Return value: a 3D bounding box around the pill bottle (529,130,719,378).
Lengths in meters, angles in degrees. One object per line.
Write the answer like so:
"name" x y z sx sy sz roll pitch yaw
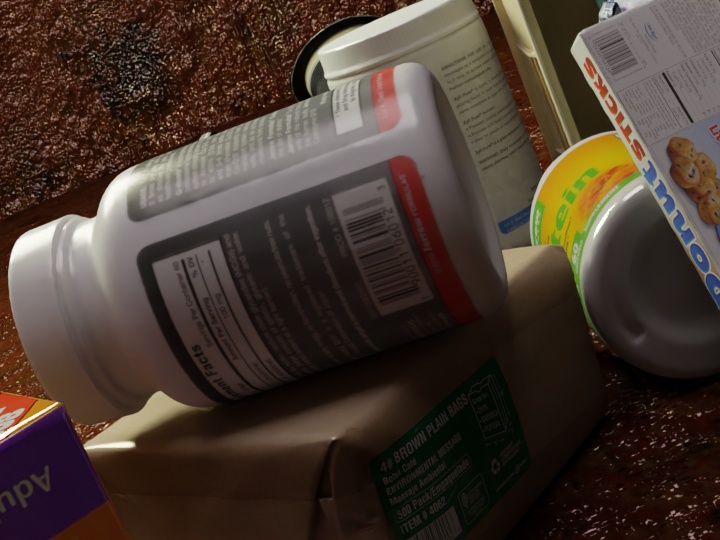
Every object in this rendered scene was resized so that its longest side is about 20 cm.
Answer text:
"pill bottle" 0.158 -0.020 0.732 0.111 0.111 0.200 -23 14 1

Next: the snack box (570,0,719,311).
"snack box" 0.179 -0.039 0.609 0.072 0.200 0.024 -25 -12 -10

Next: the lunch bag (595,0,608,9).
"lunch bag" 0.263 -0.134 0.829 0.170 0.200 0.122 -21 0 -3

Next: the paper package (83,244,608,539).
"paper package" -0.003 0.078 0.642 0.191 0.104 0.200 -10 18 42

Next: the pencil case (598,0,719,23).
"pencil case" 0.224 -0.098 0.728 0.083 0.200 0.091 -44 19 -2

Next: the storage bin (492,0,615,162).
"storage bin" 0.225 -0.153 0.940 0.200 0.199 0.094 -24 15 -2

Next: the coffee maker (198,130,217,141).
"coffee maker" -0.174 -0.033 1.331 0.192 0.135 0.200 -44 7 17

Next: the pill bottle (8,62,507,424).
"pill bottle" -0.045 -0.006 0.573 0.200 0.116 0.116 -19 14 11

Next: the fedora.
"fedora" -0.005 -0.295 1.997 0.200 0.201 0.092 -23 47 2

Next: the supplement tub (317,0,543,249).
"supplement tub" 0.062 -0.105 1.015 0.132 0.200 0.132 -21 14 5

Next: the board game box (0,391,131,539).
"board game box" -0.161 0.165 0.365 0.200 0.200 0.200 -32 16 -31
